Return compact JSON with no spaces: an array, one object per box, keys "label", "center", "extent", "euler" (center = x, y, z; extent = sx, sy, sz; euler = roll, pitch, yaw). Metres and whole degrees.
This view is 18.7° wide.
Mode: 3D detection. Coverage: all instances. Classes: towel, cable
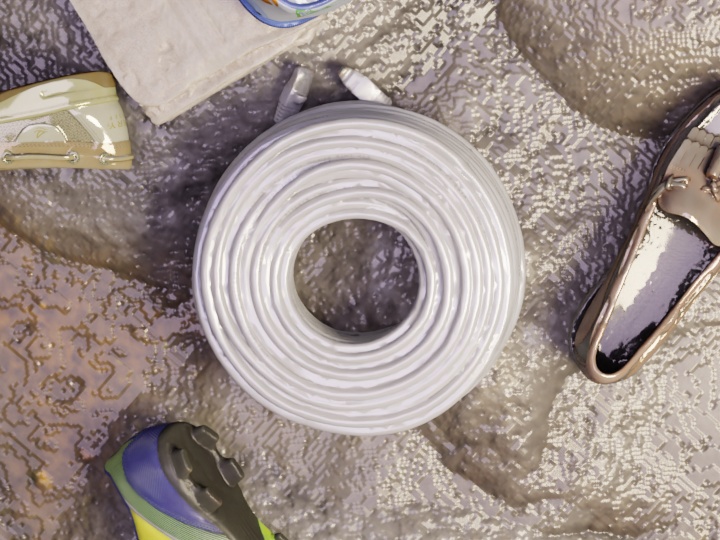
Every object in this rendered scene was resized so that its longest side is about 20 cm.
[{"label":"towel","center":[-0.120,-0.199,1.301],"extent":[0.132,0.034,0.200],"euler":[-29,96,5]},{"label":"cable","center":[0.000,0.000,1.308],"extent":[0.200,0.069,0.200],"euler":[32,99,-3]}]

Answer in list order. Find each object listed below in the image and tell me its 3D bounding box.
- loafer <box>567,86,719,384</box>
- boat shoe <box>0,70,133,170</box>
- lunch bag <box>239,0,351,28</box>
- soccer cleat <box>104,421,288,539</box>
[{"label":"loafer","center":[0.191,-0.017,1.300],"extent":[0.072,0.063,0.200],"euler":[29,99,-1]},{"label":"boat shoe","center":[-0.238,-0.067,1.309],"extent":[0.200,0.073,0.063],"euler":[-15,93,-3]},{"label":"lunch bag","center":[-0.043,-0.249,1.251],"extent":[0.160,0.076,0.200],"euler":[-33,95,-12]},{"label":"soccer cleat","center":[-0.087,0.183,1.355],"extent":[0.084,0.065,0.200],"euler":[-21,103,35]}]
